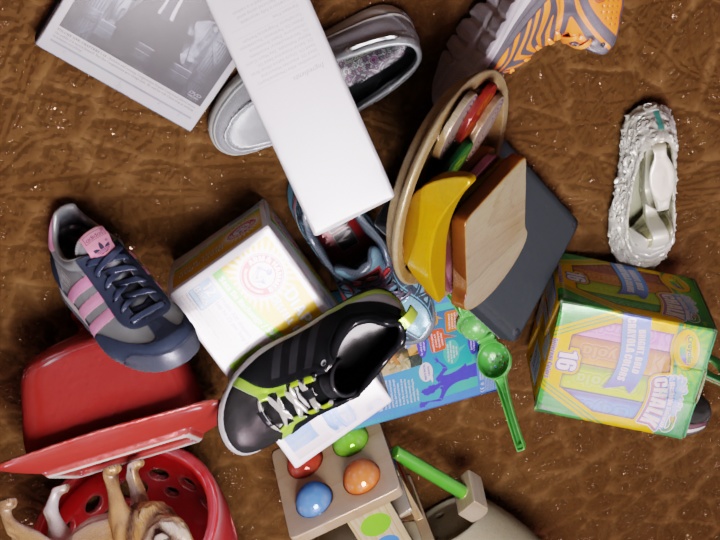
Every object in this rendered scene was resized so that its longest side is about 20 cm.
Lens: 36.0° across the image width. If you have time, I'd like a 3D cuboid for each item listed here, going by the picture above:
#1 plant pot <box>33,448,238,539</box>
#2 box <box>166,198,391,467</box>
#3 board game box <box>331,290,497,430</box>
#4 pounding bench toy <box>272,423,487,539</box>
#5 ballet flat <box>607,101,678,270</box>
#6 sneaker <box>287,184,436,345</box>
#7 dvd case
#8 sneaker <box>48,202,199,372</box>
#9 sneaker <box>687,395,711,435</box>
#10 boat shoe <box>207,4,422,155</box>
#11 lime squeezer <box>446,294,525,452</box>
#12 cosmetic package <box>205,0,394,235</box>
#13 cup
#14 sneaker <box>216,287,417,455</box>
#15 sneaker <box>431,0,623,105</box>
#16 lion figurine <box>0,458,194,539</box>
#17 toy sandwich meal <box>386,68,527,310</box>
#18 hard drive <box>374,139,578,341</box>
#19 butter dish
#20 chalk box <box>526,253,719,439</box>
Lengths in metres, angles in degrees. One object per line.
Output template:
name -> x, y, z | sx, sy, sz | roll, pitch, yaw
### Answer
plant pot -> -0.214, 0.307, 1.125 | 0.197, 0.202, 0.184 | -17, 136, -3
box -> -0.073, 0.054, 1.001 | 0.112, 0.102, 0.201 | -34, 107, 4
board game box -> 0.040, 0.079, 1.128 | 0.196, 0.045, 0.154 | -14, 127, -7
pounding bench toy -> 0.026, 0.233, 1.183 | 0.197, 0.125, 0.157 | -25, 127, 2
ballet flat -> 0.281, -0.066, 1.086 | 0.070, 0.072, 0.203 | -15, 128, -5
sneaker -> 0.000, 0.000, 1.002 | 0.079, 0.096, 0.201 | -37, 109, 9
dvd case -> -0.142, -0.225, 0.874 | 0.149, 0.025, 0.201 | 27, 114, -31
sneaker -> -0.206, 0.012, 0.918 | 0.070, 0.199, 0.083 | -31, 132, -30
sneaker -> 0.327, 0.109, 1.218 | 0.197, 0.076, 0.117 | 14, 117, -24
boat shoe -> -0.039, -0.151, 0.926 | 0.198, 0.072, 0.070 | -29, 127, 5
lime squeezer -> 0.114, 0.075, 1.083 | 0.037, 0.071, 0.203 | -20, 101, 37
cosmetic package -> -0.048, -0.140, 0.842 | 0.070, 0.102, 0.203 | -24, 105, 2
cup -> 0.129, 0.346, 1.271 | 0.198, 0.201, 0.145 | -27, 103, 4
sneaker -> -0.040, 0.085, 0.916 | 0.199, 0.083, 0.072 | -40, 107, 3
sneaker -> 0.153, -0.198, 0.946 | 0.111, 0.078, 0.201 | 27, 113, -29
lion figurine -> -0.242, 0.250, 1.016 | 0.197, 0.125, 0.072 | -19, 170, 18
toy sandwich meal -> 0.090, -0.061, 0.903 | 0.206, 0.069, 0.207 | -49, 154, -34
hard drive -> 0.115, -0.044, 1.031 | 0.199, 0.033, 0.141 | 40, 74, -34
butter dish -> -0.229, 0.100, 1.012 | 0.196, 0.151, 0.200 | -15, 171, -5
chalk box -> 0.276, 0.076, 1.100 | 0.196, 0.125, 0.126 | 10, 113, 0
